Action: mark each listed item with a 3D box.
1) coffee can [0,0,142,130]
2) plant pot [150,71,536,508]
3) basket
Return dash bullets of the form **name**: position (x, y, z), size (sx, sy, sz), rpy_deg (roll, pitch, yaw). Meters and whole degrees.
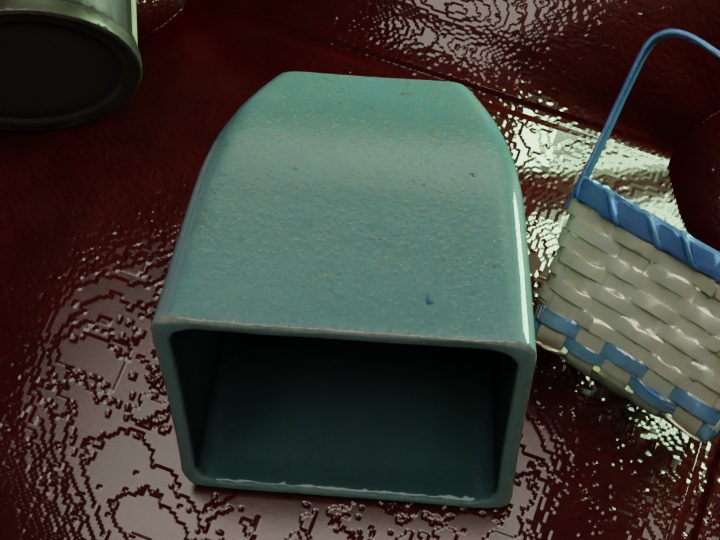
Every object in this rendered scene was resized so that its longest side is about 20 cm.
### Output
- **coffee can**: position (-0.217, -0.212, 1.043), size (0.145, 0.147, 0.202), rpy_deg (-5, 67, -1)
- **plant pot**: position (0.000, 0.000, 0.937), size (0.194, 0.196, 0.201), rpy_deg (4, 57, 3)
- **basket**: position (0.197, -0.018, 0.948), size (0.176, 0.139, 0.201), rpy_deg (34, 103, 14)
